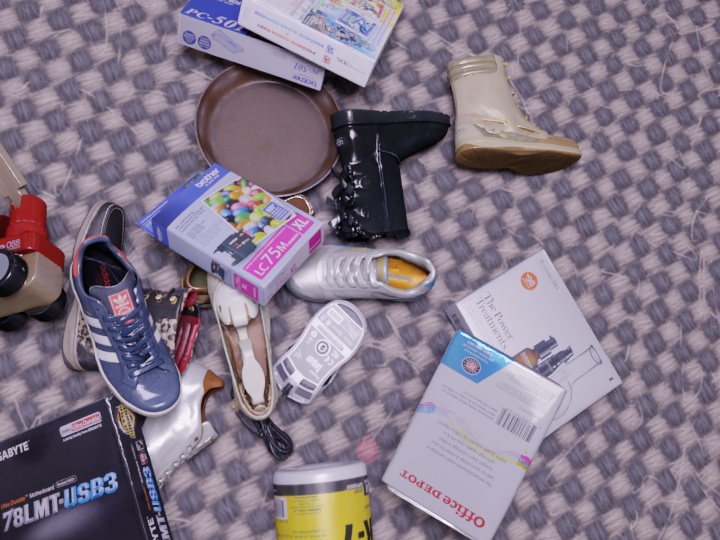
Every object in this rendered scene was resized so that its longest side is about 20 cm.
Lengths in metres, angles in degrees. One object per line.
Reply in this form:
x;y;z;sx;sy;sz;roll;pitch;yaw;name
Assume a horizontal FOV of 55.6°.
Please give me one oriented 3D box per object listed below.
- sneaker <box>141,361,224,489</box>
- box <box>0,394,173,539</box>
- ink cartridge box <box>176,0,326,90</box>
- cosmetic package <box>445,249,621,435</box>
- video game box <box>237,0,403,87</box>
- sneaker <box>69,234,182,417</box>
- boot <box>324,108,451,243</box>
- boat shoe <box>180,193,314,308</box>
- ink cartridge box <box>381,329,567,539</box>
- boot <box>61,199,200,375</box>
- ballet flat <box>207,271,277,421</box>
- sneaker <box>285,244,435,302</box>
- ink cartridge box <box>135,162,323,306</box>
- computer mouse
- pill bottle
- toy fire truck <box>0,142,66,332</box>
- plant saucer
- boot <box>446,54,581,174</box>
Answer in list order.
-0.216;0.208;0.792;0.083;0.073;0.204;20;74;-2;sneaker
-0.306;0.259;0.735;0.196;0.050;0.203;-21;83;17;box
-0.133;-0.310;0.911;0.195;0.045;0.095;18;43;-3;ink cartridge box
0.226;0.099;0.899;0.149;0.052;0.203;-28;84;-17;cosmetic package
-0.045;-0.342;0.908;0.179;0.047;0.202;24;42;-2;video game box
-0.245;0.054;0.707;0.074;0.085;0.202;-26;76;-34;sneaker
0.043;-0.126;0.910;0.194;0.073;0.167;-7;92;-32;boot
-0.138;-0.025;0.856;0.199;0.074;0.076;-41;87;-15;boat shoe
0.133;0.193;0.814;0.142;0.085;0.203;28;91;10;ink cartridge box
-0.262;0.024;0.802;0.147;0.073;0.205;5;80;13;boot
-0.130;0.073;0.789;0.066;0.062;0.205;-15;92;-10;ballet flat
0.000;0.000;0.872;0.195;0.081;0.079;0;79;-9;sneaker
-0.155;-0.054;0.799;0.197;0.042;0.120;28;53;19;ink cartridge box
-0.067;0.126;0.855;0.109;0.044;0.200;42;80;6;computer mouse
-0.038;0.328;0.777;0.111;0.114;0.205;-4;79;-10;pill bottle
-0.435;-0.045;0.776;0.172;0.129;0.204;-14;62;9;toy fire truck
-0.120;-0.185;0.907;0.195;0.032;0.205;4;69;-11;plant saucer
0.215;-0.220;0.964;0.195;0.073;0.159;1;70;-18;boot
